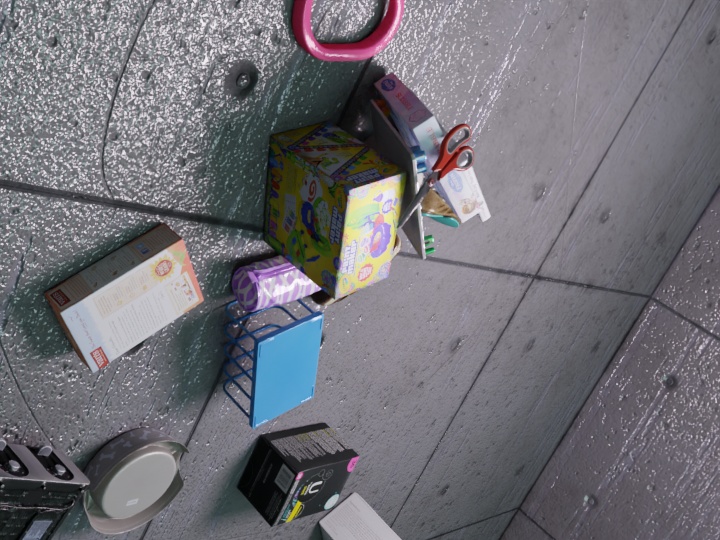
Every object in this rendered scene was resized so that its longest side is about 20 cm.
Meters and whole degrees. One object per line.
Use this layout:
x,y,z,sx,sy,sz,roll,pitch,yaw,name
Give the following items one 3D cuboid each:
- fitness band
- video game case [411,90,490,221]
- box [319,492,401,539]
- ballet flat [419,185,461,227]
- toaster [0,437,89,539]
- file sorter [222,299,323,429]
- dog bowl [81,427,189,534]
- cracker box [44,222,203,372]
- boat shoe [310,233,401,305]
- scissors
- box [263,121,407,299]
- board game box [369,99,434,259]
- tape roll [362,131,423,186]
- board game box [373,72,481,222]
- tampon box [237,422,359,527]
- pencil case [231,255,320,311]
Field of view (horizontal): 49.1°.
-0.014,-0.385,1.176,0.199,0.037,0.144,-15,131,-41,fitness band
0.154,-0.202,1.397,0.024,0.200,0.182,-33,145,1,video game case
0.009,0.727,2.054,0.130,0.200,0.200,-34,142,-24,box
0.160,-0.134,1.584,0.200,0.068,0.073,11,91,-60,ballet flat
-0.529,0.348,1.148,0.200,0.119,0.181,-56,145,4,toaster
-0.164,0.147,1.397,0.138,0.123,0.201,-23,137,-37,file sorter
-0.395,0.361,1.373,0.200,0.059,0.201,-30,140,-29,dog bowl
-0.339,0.039,1.151,0.200,0.058,0.134,-35,142,-26,cracker box
-0.003,-0.005,1.478,0.202,0.075,0.075,-34,157,16,boat shoe
0.106,-0.145,1.169,0.200,0.014,0.073,-41,128,-28,scissors
-0.047,-0.098,1.254,0.122,0.192,0.201,-22,136,-37,box
0.068,-0.151,1.279,0.026,0.200,0.201,-18,130,-9,board game box
0.035,-0.157,1.439,0.202,0.037,0.204,-30,139,-29,tape roll
0.109,-0.204,1.295,0.041,0.200,0.200,-32,127,3,board game box
-0.130,0.434,1.690,0.200,0.126,0.150,2,120,-51,tampon box
-0.123,0.009,1.355,0.199,0.084,0.085,-21,169,-40,pencil case
